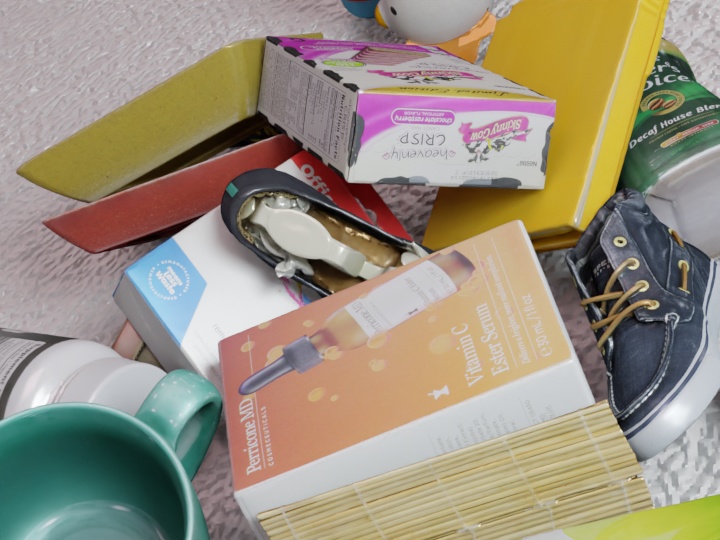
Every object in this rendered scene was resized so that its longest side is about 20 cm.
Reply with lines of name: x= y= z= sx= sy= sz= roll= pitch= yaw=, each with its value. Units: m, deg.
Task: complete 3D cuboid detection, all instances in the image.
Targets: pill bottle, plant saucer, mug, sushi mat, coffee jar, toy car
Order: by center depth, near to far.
sushi mat: x=0.054 y=0.137 z=0.875 sx=0.199 sy=0.096 sz=0.012 roll=-19 pitch=21 yaw=10
mug: x=-0.146 y=0.160 z=0.939 sx=0.184 sy=0.115 sz=0.152 roll=-20 pitch=63 yaw=-7
pill bottle: x=-0.216 y=0.098 z=1.098 sx=0.199 sy=0.114 sz=0.114 roll=5 pitch=44 yaw=39
coffee jar: x=0.198 y=-0.088 z=1.105 sx=0.104 sy=0.086 sz=0.200 roll=-26 pitch=32 yaw=0
plant saucer: x=-0.129 y=-0.109 z=1.242 sx=0.199 sy=0.049 sz=0.200 roll=-26 pitch=1 yaw=20
plant saucer: x=-0.115 y=-0.058 z=1.253 sx=0.199 sy=0.037 sz=0.200 roll=-20 pitch=1 yaw=11
toy car: x=0.042 y=-0.247 z=1.405 sx=0.176 sy=0.184 sz=0.201 roll=-19 pitch=61 yaw=10

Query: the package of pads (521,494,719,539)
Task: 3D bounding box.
package of pads: x=0.145 y=0.196 z=0.755 sx=0.154 sy=0.068 sz=0.200 roll=-14 pitch=34 yaw=15

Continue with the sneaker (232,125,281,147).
sneaker: x=-0.074 y=-0.140 z=1.355 sx=0.199 sy=0.075 sz=0.085 roll=-11 pitch=15 yaw=21

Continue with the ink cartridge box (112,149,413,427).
ink cartridge box: x=-0.050 y=0.000 z=1.103 sx=0.200 sy=0.116 sz=0.067 roll=-36 pitch=-4 yaw=-22

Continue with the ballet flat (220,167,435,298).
ballet flat: x=0.000 y=0.000 z=1.037 sx=0.073 sy=0.199 sz=0.073 roll=-60 pitch=1 yaw=2

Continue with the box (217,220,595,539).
box: x=0.031 y=0.083 z=0.956 sx=0.199 sy=0.107 sz=0.152 roll=-22 pitch=33 yaw=5

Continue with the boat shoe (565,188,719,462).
boat shoe: x=0.152 y=0.027 z=0.929 sx=0.071 sy=0.091 sz=0.200 roll=-44 pitch=7 yaw=28

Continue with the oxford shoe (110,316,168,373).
oxford shoe: x=-0.116 y=0.027 z=1.193 sx=0.071 sy=0.074 sz=0.200 roll=-59 pitch=1 yaw=33

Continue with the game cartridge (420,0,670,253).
game cartridge: x=0.125 y=-0.104 z=1.107 sx=0.176 sy=0.032 sz=0.201 roll=-10 pitch=56 yaw=59

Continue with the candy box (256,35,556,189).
candy box: x=0.024 y=-0.108 z=1.095 sx=0.136 sy=0.061 sz=0.200 roll=0 pitch=18 yaw=-21
